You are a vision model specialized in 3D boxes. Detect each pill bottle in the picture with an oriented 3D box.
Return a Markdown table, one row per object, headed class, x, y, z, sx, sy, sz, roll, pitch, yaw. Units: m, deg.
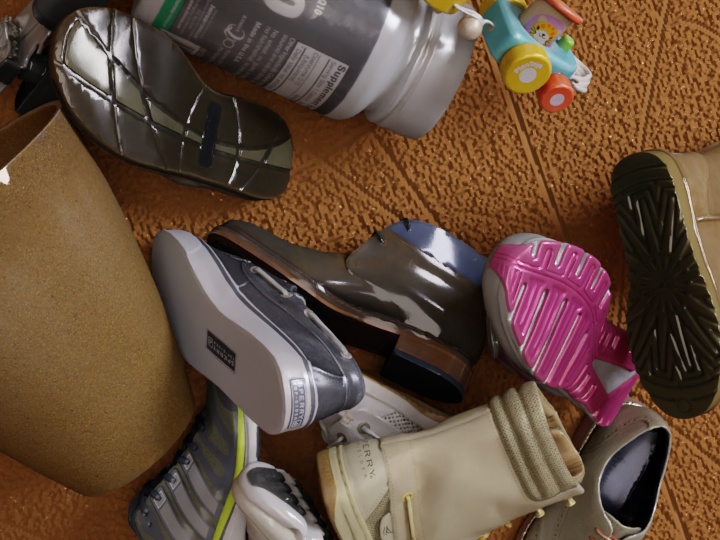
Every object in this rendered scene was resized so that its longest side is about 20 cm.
| class | x | y | z | sx | sy | sz | roll | pitch | yaw |
| --- | --- | --- | --- | --- | --- | --- | --- | --- | --- |
| pill bottle | -0.034 | -0.165 | 0.817 | 0.198 | 0.113 | 0.114 | 22 | 89 | -19 |

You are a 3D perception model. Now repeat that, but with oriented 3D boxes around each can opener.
| class | x | y | z | sx | sy | sz | roll | pitch | yaw |
| --- | --- | --- | --- | --- | --- | --- | --- | --- | --- |
| can opener | -0.167 | -0.165 | 0.783 | 0.066 | 0.200 | 0.053 | 20 | 51 | -33 |

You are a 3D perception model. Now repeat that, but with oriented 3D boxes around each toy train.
| class | x | y | z | sx | sy | sz | roll | pitch | yaw |
| --- | --- | --- | --- | --- | --- | --- | --- | --- | --- |
| toy train | 0.081 | -0.192 | 0.812 | 0.200 | 0.150 | 0.056 | 45 | 121 | 0 |

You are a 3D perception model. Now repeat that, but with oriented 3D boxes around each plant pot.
| class | x | y | z | sx | sy | sz | roll | pitch | yaw |
| --- | --- | --- | --- | --- | --- | --- | --- | --- | --- |
| plant pot | -0.194 | 0.033 | 0.787 | 0.186 | 0.186 | 0.201 | -38 | 111 | -6 |

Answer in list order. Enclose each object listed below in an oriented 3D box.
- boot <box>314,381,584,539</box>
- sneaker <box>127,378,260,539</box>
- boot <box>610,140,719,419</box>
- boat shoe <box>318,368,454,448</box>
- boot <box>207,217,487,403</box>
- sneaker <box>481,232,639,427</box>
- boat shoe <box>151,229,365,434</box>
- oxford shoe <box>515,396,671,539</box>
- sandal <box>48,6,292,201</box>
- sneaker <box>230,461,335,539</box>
| class | x | y | z | sx | sy | sz | roll | pitch | yaw |
| --- | --- | --- | --- | --- | --- | --- | --- | --- | --- |
| boot | 0.072 | 0.158 | 0.828 | 0.154 | 0.073 | 0.201 | -22 | 131 | 5 |
| sneaker | -0.109 | 0.143 | 0.849 | 0.080 | 0.074 | 0.202 | 7 | 90 | -6 |
| boot | 0.255 | -0.007 | 0.854 | 0.199 | 0.066 | 0.177 | -9 | 92 | -43 |
| boat shoe | 0.007 | 0.108 | 0.865 | 0.199 | 0.071 | 0.070 | 28 | 88 | -11 |
| boot | 0.000 | 0.000 | 0.872 | 0.199 | 0.075 | 0.097 | 32 | 67 | -6 |
| sneaker | 0.113 | 0.034 | 0.835 | 0.082 | 0.088 | 0.200 | -56 | 144 | -11 |
| boat shoe | -0.067 | 0.030 | 0.804 | 0.067 | 0.200 | 0.072 | -9 | 119 | -32 |
| oxford shoe | 0.155 | 0.184 | 0.892 | 0.070 | 0.074 | 0.202 | 20 | 90 | -10 |
| sandal | -0.120 | -0.096 | 0.809 | 0.199 | 0.054 | 0.083 | 20 | 78 | -50 |
| sneaker | -0.041 | 0.203 | 0.825 | 0.081 | 0.075 | 0.201 | -29 | 127 | -5 |
